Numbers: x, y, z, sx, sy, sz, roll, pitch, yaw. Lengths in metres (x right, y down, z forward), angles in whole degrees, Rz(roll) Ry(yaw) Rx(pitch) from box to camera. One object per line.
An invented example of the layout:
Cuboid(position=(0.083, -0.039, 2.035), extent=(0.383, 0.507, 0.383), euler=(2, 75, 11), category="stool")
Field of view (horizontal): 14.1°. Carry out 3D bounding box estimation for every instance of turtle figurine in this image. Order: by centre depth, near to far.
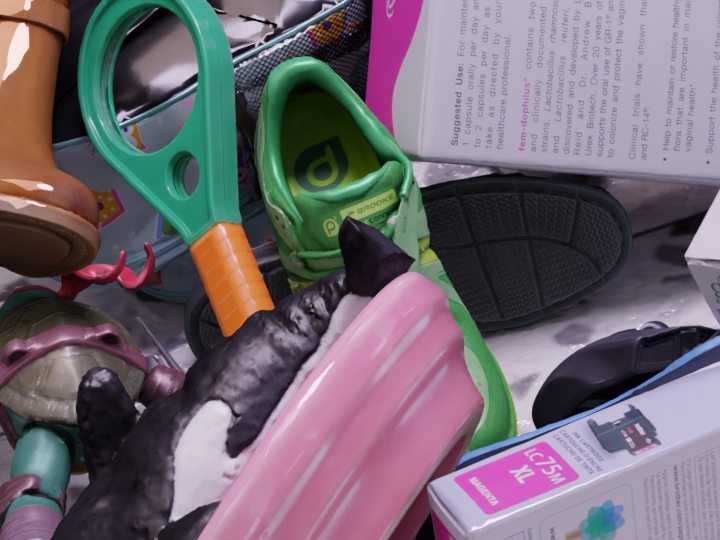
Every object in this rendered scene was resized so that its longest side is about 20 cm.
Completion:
Cuboid(position=(-0.119, 0.066, 1.177), extent=(0.149, 0.101, 0.200), euler=(-18, 35, -6), category="turtle figurine")

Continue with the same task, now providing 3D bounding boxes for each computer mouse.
Cuboid(position=(0.128, 0.017, 1.106), extent=(0.058, 0.200, 0.034), euler=(4, 61, -34), category="computer mouse")

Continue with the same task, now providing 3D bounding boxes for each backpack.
Cuboid(position=(-0.091, -0.075, 1.359), extent=(0.200, 0.154, 0.176), euler=(-26, 35, -21), category="backpack")

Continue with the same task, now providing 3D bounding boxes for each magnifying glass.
Cuboid(position=(-0.067, -0.032, 1.211), extent=(0.022, 0.200, 0.080), euler=(5, -34, -47), category="magnifying glass")

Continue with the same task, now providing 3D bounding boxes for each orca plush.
Cuboid(position=(-0.067, 0.055, 1.032), extent=(0.200, 0.071, 0.105), euler=(-52, 4, 14), category="orca plush")

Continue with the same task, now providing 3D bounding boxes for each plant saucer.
Cuboid(position=(-0.017, 0.096, 1.007), extent=(0.051, 0.201, 0.201), euler=(33, 40, 6), category="plant saucer")

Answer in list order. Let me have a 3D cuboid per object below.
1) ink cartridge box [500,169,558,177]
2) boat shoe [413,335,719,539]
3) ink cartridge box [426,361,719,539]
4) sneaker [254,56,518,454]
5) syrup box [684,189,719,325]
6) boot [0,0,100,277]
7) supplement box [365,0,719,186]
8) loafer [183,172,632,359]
Cuboid(position=(0.100, -0.105, 1.431), extent=(0.116, 0.068, 0.200), euler=(-19, 27, -14), category="ink cartridge box")
Cuboid(position=(0.120, 0.083, 1.080), extent=(0.200, 0.084, 0.069), euler=(-28, 34, 6), category="boat shoe")
Cuboid(position=(0.124, 0.090, 0.996), extent=(0.200, 0.120, 0.042), euler=(-20, 35, -15), category="ink cartridge box")
Cuboid(position=(0.000, 0.000, 1.194), extent=(0.074, 0.084, 0.200), euler=(-26, 66, -2), category="sneaker")
Cuboid(position=(0.219, -0.052, 1.195), extent=(0.079, 0.081, 0.200), euler=(6, 56, 41), category="syrup box")
Cuboid(position=(-0.147, -0.085, 1.223), extent=(0.200, 0.074, 0.155), euler=(16, 75, 50), category="boot")
Cuboid(position=(0.110, -0.090, 1.273), extent=(0.199, 0.104, 0.101), euler=(2, 3, -15), category="supplement box")
Cuboid(position=(0.018, -0.008, 1.286), extent=(0.199, 0.072, 0.063), euler=(-13, 21, 2), category="loafer")
